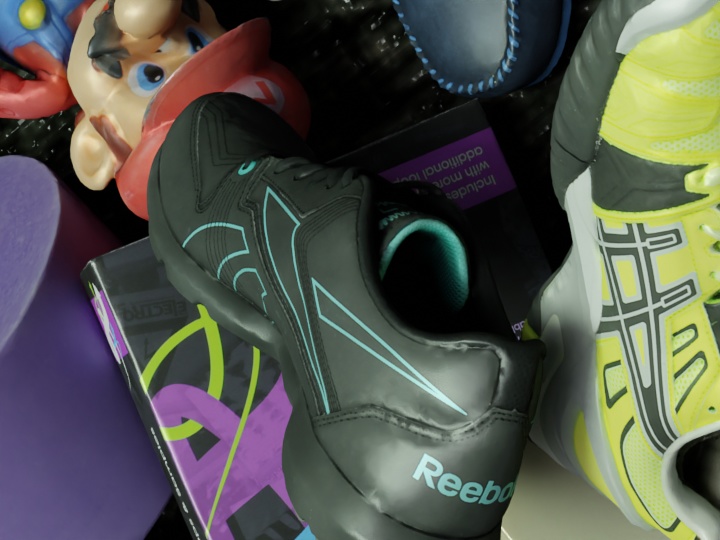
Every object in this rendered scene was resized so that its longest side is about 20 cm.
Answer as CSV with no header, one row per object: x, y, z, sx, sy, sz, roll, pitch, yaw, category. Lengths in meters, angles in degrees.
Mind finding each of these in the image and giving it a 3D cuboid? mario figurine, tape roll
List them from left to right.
-0.154,0.061,0.842,0.199,0.201,0.085,-21,126,36,tape roll
-0.094,-0.099,0.818,0.200,0.106,0.124,39,104,28,mario figurine

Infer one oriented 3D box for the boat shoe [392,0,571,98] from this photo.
0.006,-0.149,0.764,0.084,0.069,0.201,-20,91,36,boat shoe

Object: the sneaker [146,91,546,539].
0.000,0.000,0.685,0.200,0.075,0.080,56,131,44,sneaker

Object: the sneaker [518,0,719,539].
0.093,-0.008,0.610,0.076,0.075,0.201,43,150,31,sneaker

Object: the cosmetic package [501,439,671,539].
0.112,0.111,0.726,0.200,0.103,0.073,53,163,9,cosmetic package

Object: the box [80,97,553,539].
0.013,0.063,0.781,0.201,0.142,0.036,66,167,0,box
